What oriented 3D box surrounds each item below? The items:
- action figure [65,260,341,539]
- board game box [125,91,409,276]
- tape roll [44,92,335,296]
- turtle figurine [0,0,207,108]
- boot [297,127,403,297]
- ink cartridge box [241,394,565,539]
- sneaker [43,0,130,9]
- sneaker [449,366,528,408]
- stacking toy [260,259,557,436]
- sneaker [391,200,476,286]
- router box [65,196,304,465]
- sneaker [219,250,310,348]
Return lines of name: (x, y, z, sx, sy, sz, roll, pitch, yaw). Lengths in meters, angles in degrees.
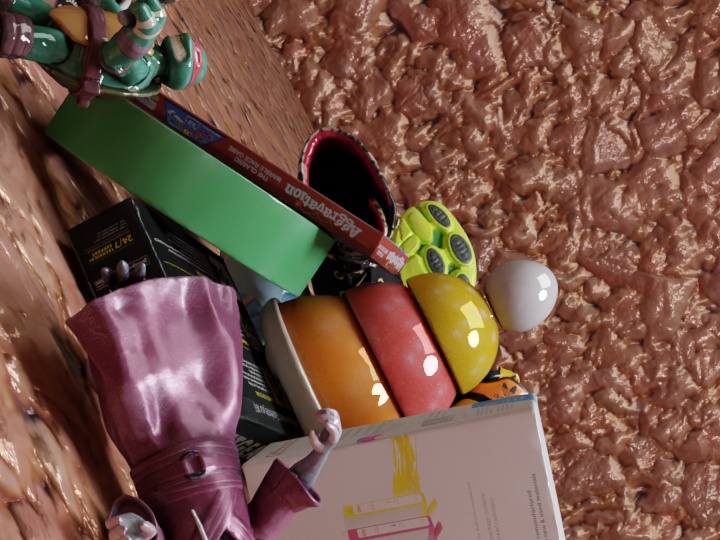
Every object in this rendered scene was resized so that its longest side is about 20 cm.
action figure: (-0.095, 0.101, 0.884, 0.149, 0.134, 0.201, -38, -118, 53)
board game box: (-0.061, -0.061, 1.178, 0.200, 0.019, 0.103, 33, 1, 13)
tape roll: (-0.112, -0.055, 1.163, 0.200, 0.048, 0.200, 34, 0, 0)
turtle figurine: (-0.156, -0.147, 1.043, 0.150, 0.200, 0.101, 43, -57, 58)
boot: (0.000, 0.000, 1.290, 0.151, 0.073, 0.200, 92, -17, -73)
ink cartridge box: (0.020, 0.156, 1.062, 0.129, 0.199, 0.126, 2, 76, -84)
sneaker: (-0.209, -0.210, 1.341, 0.074, 0.088, 0.200, 57, 5, -20)
sneaker: (0.085, 0.111, 1.285, 0.070, 0.090, 0.200, 42, -3, 0)
stacking toy: (0.043, 0.050, 1.197, 0.146, 0.200, 0.146, -26, 90, -88)
sneaker: (0.059, 0.045, 1.412, 0.084, 0.074, 0.201, -170, -114, -72)
router box: (-0.106, 0.047, 1.123, 0.149, 0.051, 0.200, 64, 6, 15)
sneaker: (-0.073, 0.046, 1.398, 0.200, 0.079, 0.131, 84, -4, -74)
